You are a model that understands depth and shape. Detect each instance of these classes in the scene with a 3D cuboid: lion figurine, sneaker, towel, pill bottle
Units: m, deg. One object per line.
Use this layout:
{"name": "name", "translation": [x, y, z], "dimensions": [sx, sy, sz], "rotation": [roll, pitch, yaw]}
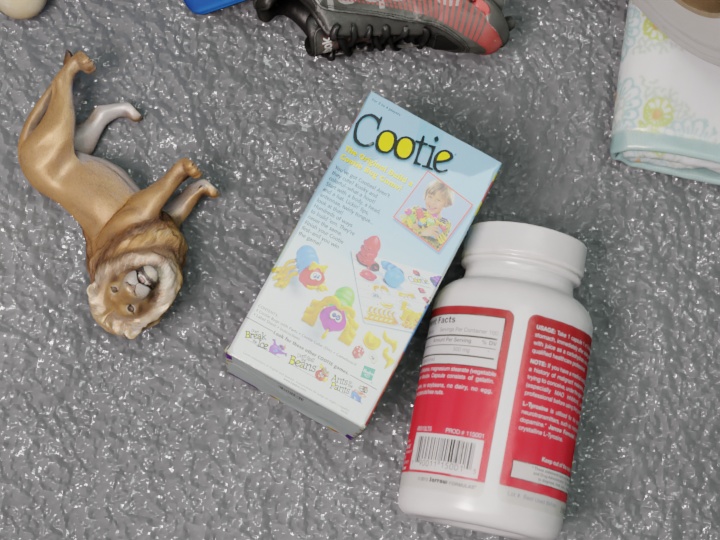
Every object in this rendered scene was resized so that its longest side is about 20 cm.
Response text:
{"name": "lion figurine", "translation": [-0.183, -0.055, 0.942], "dimensions": [0.122, 0.073, 0.200], "rotation": [-44, 72, -4]}
{"name": "sneaker", "translation": [0.010, -0.188, 0.978], "dimensions": [0.199, 0.071, 0.098], "rotation": [22, 77, 1]}
{"name": "towel", "translation": [0.293, -0.147, 1.012], "dimensions": [0.198, 0.048, 0.172], "rotation": [11, 75, -3]}
{"name": "pill bottle", "translation": [0.096, 0.075, 0.913], "dimensions": [0.111, 0.112, 0.202], "rotation": [12, 78, -3]}

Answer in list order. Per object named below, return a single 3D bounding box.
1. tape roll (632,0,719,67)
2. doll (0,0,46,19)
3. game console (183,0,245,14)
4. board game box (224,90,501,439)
{"name": "tape roll", "translation": [0.265, -0.255, 0.908], "dimensions": [0.139, 0.203, 0.203], "rotation": [-38, 85, -12]}
{"name": "doll", "translation": [-0.200, -0.264, 0.949], "dimensions": [0.048, 0.137, 0.200], "rotation": [29, 106, -32]}
{"name": "game console", "translation": [-0.052, -0.296, 0.953], "dimensions": [0.119, 0.199, 0.171], "rotation": [52, 51, -30]}
{"name": "board game box", "translation": [0.000, 0.000, 0.923], "dimensions": [0.104, 0.103, 0.201], "rotation": [29, 78, 1]}
